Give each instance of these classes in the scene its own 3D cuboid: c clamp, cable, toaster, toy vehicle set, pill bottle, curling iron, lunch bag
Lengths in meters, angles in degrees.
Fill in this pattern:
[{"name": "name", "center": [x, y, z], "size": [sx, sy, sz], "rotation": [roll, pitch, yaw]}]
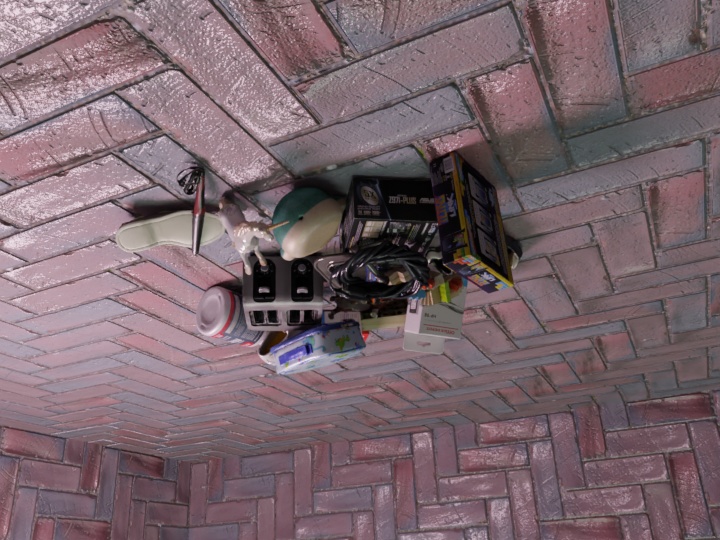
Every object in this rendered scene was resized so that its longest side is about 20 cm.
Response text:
[{"name": "c clamp", "center": [0.000, 0.000, 1.328], "size": [0.170, 0.027, 0.200], "rotation": [-7, 155, 13]}, {"name": "cable", "center": [0.049, 0.002, 1.279], "size": [0.199, 0.051, 0.163], "rotation": [10, 139, -28]}, {"name": "toaster", "center": [-0.174, 0.054, 1.521], "size": [0.179, 0.119, 0.200], "rotation": [1, 155, -6]}, {"name": "toy vehicle set", "center": [0.061, 0.105, 1.639], "size": [0.123, 0.027, 0.200], "rotation": [-7, -173, 0]}, {"name": "pill bottle", "center": [-0.288, 0.121, 1.650], "size": [0.119, 0.120, 0.199], "rotation": [-22, 149, 35]}, {"name": "curling iron", "center": [-0.298, -0.105, 1.206], "size": [0.049, 0.026, 0.201], "rotation": [-16, 143, -24]}, {"name": "lunch bag", "center": [-0.099, 0.178, 1.556], "size": [0.160, 0.083, 0.199], "rotation": [-5, 163, -47]}]

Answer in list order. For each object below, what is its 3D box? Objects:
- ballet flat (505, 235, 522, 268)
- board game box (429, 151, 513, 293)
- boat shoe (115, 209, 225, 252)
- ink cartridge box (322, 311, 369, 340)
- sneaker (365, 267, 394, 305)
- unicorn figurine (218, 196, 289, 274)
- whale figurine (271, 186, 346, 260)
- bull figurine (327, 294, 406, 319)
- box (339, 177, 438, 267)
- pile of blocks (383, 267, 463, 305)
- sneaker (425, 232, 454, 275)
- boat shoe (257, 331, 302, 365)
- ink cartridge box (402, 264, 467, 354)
[{"name": "ballet flat", "center": [0.295, -0.038, 1.434], "size": [0.073, 0.074, 0.200], "rotation": [-15, 153, 25]}, {"name": "board game box", "center": [0.192, -0.080, 1.173], "size": [0.056, 0.201, 0.165], "rotation": [-20, 150, 29]}, {"name": "boat shoe", "center": [-0.356, -0.080, 1.281], "size": [0.200, 0.073, 0.060], "rotation": [-8, -160, -5]}, {"name": "ink cartridge box", "center": [-0.045, 0.161, 1.826], "size": [0.198, 0.068, 0.116], "rotation": [1, 155, -10]}, {"name": "sneaker", "center": [0.043, -0.009, 1.465], "size": [0.075, 0.079, 0.201], "rotation": [-18, 146, -28]}, {"name": "unicorn figurine", "center": [-0.204, -0.065, 1.206], "size": [0.074, 0.200, 0.138], "rotation": [-40, 146, -23]}, {"name": "whale figurine", "center": [-0.098, -0.090, 1.259], "size": [0.159, 0.104, 0.200], "rotation": [-45, 171, 3]}, {"name": "bull figurine", "center": [0.015, 0.068, 1.596], "size": [0.199, 0.066, 0.121], "rotation": [-10, -168, 28]}, {"name": "box", "center": [0.051, -0.085, 1.281], "size": [0.163, 0.087, 0.200], "rotation": [1, 156, -8]}, {"name": "pile of blocks", "center": [0.144, 0.038, 1.430], "size": [0.199, 0.083, 0.062], "rotation": [6, -173, -29]}, {"name": "sneaker", "center": [0.189, -0.024, 1.431], "size": [0.075, 0.088, 0.199], "rotation": [-23, 150, 34]}, {"name": "boat shoe", "center": [-0.178, 0.134, 1.636], "size": [0.071, 0.200, 0.070], "rotation": [33, 171, 32]}, {"name": "ink cartridge box", "center": [0.170, 0.088, 1.525], "size": [0.115, 0.202, 0.067], "rotation": [9, 177, -26]}]
